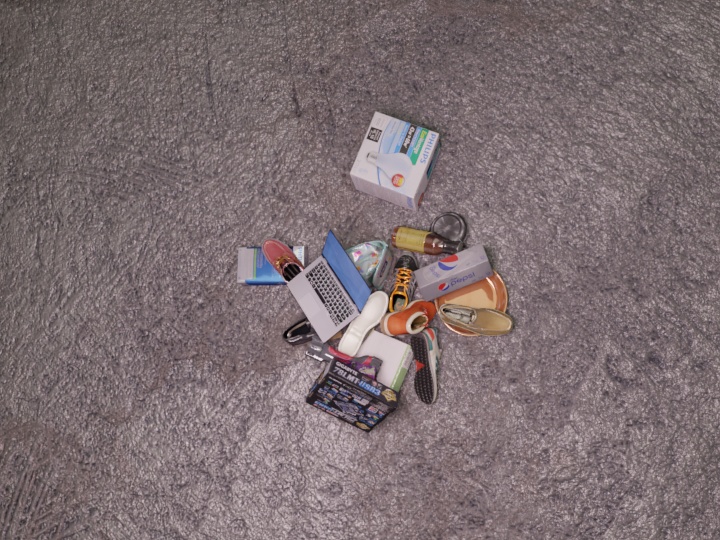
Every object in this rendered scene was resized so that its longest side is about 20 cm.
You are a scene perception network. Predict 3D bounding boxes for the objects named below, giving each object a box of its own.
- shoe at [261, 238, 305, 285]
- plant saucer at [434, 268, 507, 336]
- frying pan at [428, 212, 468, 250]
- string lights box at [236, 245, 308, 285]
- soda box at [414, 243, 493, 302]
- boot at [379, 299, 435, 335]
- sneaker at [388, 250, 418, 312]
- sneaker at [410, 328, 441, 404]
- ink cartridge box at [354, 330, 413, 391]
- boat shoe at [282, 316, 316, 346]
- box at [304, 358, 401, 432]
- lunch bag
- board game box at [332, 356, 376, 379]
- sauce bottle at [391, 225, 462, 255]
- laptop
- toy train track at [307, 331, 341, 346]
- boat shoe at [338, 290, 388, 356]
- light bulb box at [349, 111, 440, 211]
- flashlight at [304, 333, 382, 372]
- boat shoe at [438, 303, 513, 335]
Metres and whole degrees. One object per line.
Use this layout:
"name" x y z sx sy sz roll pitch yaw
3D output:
"shoe" -0.203 -0.020 1.672 0.071 0.091 0.200 -44 78 -2
"plant saucer" 0.300 0.078 1.668 0.195 0.037 0.206 -1 80 8
"frying pan" 0.251 -0.079 1.691 0.112 0.031 0.194 -19 63 12
"string lights box" -0.250 -0.012 1.755 0.194 0.059 0.106 0 79 8
"soda box" 0.245 0.006 1.620 0.196 0.069 0.064 -23 47 10
"boot" 0.153 0.126 1.604 0.106 0.198 0.077 -6 100 45
"sneaker" 0.117 0.044 1.681 0.076 0.077 0.205 6 79 11
"sneaker" 0.189 0.251 1.634 0.069 0.092 0.205 1 104 44
"ink cartridge box" 0.037 0.242 1.673 0.197 0.048 0.148 20 82 35
"boat shoe" -0.129 0.154 1.675 0.197 0.062 0.074 -26 65 22
"box" -0.023 0.325 1.565 0.197 0.199 0.050 28 52 -6
"lunch bag" 0.000 0.000 1.658 0.198 0.170 0.124 -32 75 4
"board game box" -0.017 0.304 1.598 0.117 0.203 0.033 16 50 13
"sauce bottle" 0.182 -0.076 1.676 0.196 0.066 0.068 14 81 26
"laptop" -0.083 0.043 1.524 0.199 0.116 0.189 -38 74 9
"toy train track" -0.098 0.147 1.716 0.112 0.032 0.205 -17 70 26
"boat shoe" 0.007 0.142 1.659 0.071 0.060 0.204 34 91 0
"light bulb box" 0.101 -0.304 1.724 0.196 0.125 0.202 21 83 12
"flashlight" -0.041 0.225 1.604 0.196 0.068 0.069 25 106 4
"boat shoe" 0.301 0.128 1.600 0.195 0.076 0.074 7 80 9
